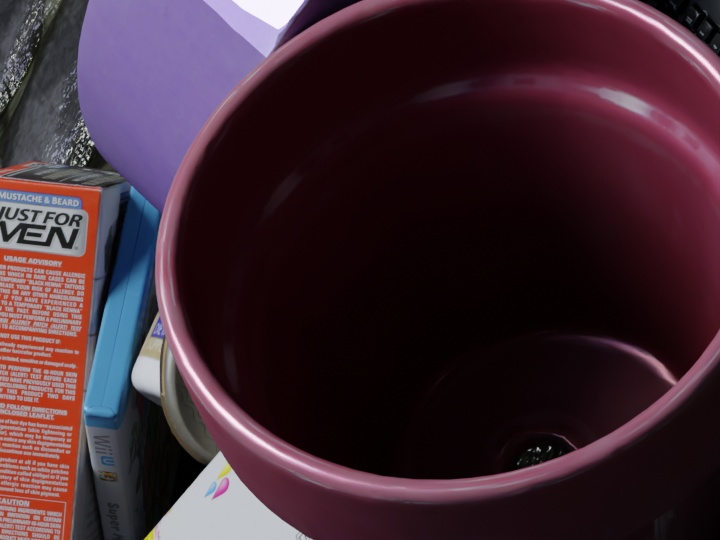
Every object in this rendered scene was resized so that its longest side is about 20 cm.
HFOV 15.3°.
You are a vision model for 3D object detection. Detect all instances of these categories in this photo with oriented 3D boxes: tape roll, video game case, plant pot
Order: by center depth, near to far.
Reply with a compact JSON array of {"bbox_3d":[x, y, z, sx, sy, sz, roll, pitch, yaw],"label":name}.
[{"bbox_3d":[0.051,0.031,0.894,0.199,0.179,0.201,-8,56,12],"label":"plant pot"},{"bbox_3d":[-0.001,-0.089,0.984,0.085,0.200,0.200,42,107,28],"label":"tape roll"},{"bbox_3d":[-0.103,0.060,1.266,0.200,0.018,0.144,90,-172,-56],"label":"video game case"}]

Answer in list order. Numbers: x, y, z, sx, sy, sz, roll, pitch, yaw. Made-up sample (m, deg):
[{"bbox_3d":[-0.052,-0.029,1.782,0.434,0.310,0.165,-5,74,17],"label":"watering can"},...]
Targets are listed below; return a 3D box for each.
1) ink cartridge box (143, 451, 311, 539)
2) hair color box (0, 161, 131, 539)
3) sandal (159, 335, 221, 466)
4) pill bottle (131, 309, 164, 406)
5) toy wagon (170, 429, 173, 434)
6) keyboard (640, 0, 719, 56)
[{"bbox_3d":[-0.029,0.155,1.056,0.200,0.084,0.145,-49,40,27],"label":"ink cartridge box"},{"bbox_3d":[-0.145,0.055,1.233,0.111,0.064,0.201,-40,-43,-83],"label":"hair color box"},{"bbox_3d":[0.000,0.000,1.080,0.200,0.082,0.055,-36,2,-3],"label":"sandal"},{"bbox_3d":[-0.009,-0.017,1.171,0.120,0.119,0.201,7,72,64],"label":"pill bottle"},{"bbox_3d":[-0.061,-0.008,1.285,0.156,0.039,0.201,97,179,-53],"label":"toy wagon"},{"bbox_3d":[0.139,-0.047,0.920,0.200,0.039,0.104,52,126,38],"label":"keyboard"}]
